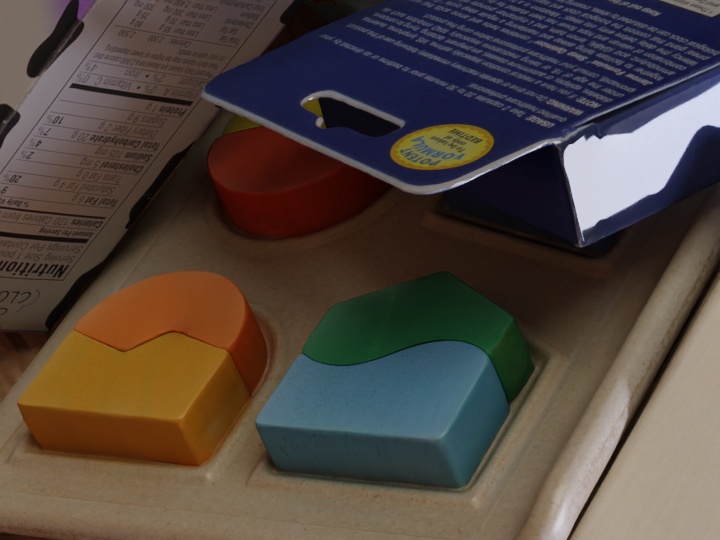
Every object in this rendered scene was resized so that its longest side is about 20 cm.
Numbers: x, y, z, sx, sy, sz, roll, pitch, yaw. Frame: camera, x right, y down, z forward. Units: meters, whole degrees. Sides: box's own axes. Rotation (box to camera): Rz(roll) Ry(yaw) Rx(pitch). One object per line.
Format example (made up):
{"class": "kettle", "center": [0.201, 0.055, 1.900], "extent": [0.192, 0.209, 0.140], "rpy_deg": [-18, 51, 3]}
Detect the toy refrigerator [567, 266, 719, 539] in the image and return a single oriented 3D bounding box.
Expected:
{"class": "toy refrigerator", "center": [0.082, 0.078, 0.654], "extent": [0.076, 0.070, 0.201], "rpy_deg": [29, 95, 5]}

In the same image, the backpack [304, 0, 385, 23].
{"class": "backpack", "center": [0.034, -0.129, 0.811], "extent": [0.200, 0.167, 0.127], "rpy_deg": [42, 66, -22]}

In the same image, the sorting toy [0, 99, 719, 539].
{"class": "sorting toy", "center": [0.000, 0.000, 0.711], "extent": [0.199, 0.037, 0.185], "rpy_deg": [-2, 40, 37]}

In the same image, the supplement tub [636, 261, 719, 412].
{"class": "supplement tub", "center": [0.159, 0.024, 0.763], "extent": [0.199, 0.107, 0.107], "rpy_deg": [-24, 62, -29]}

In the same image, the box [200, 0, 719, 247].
{"class": "box", "center": [0.072, -0.058, 0.685], "extent": [0.199, 0.033, 0.121], "rpy_deg": [-24, 25, -22]}

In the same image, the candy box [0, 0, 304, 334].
{"class": "candy box", "center": [-0.092, -0.111, 0.735], "extent": [0.071, 0.200, 0.168], "rpy_deg": [5, 43, -50]}
